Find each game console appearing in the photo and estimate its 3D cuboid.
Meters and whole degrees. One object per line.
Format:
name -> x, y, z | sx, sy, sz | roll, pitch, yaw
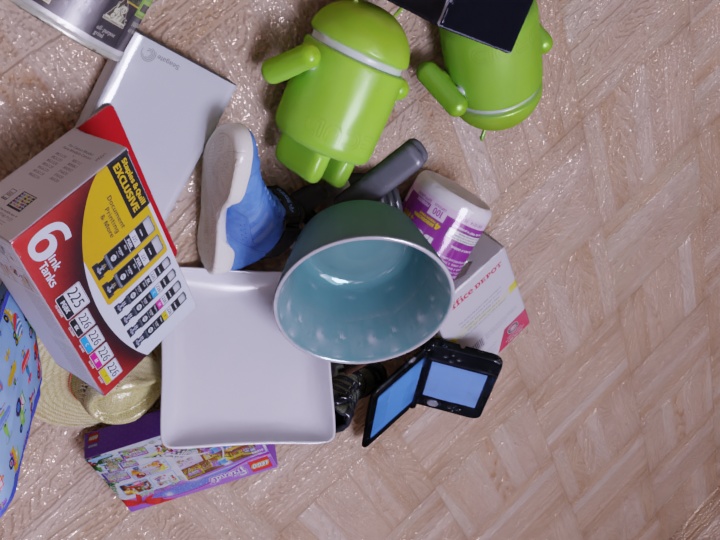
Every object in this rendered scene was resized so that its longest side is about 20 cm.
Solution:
game console -> 0.103, 0.197, 1.265 | 0.201, 0.173, 0.118 | 97, 8, -57

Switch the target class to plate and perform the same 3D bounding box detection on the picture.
plate -> -0.130, 0.099, 0.973 | 0.196, 0.204, 0.032 | 2, 161, -21

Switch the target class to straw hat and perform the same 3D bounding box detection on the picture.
straw hat -> -0.267, 0.122, 0.944 | 0.199, 0.085, 0.204 | -23, 131, -28

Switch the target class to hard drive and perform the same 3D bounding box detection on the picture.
hard drive -> -0.221, -0.124, 0.854 | 0.131, 0.027, 0.202 | 20, 104, -48

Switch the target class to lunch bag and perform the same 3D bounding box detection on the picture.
lunch bag -> -0.341, 0.111, 0.773 | 0.092, 0.201, 0.153 | -8, 125, -17

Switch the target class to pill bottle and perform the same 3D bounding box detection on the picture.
pill bottle -> 0.079, -0.020, 1.132 | 0.111, 0.112, 0.202 | 13, 112, -46

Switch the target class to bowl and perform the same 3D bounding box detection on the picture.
bowl -> 0.000, 0.000, 0.951 | 0.197, 0.106, 0.203 | -4, 137, -4

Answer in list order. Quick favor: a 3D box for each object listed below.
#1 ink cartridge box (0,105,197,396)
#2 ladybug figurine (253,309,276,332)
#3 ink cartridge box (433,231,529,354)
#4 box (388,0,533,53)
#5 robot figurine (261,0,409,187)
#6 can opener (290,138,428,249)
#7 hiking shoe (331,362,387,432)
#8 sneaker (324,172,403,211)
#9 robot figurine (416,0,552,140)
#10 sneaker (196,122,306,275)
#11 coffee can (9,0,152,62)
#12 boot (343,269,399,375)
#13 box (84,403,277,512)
ink cartridge box -> -0.237, -0.020, 0.800 | 0.176, 0.083, 0.202 | -48, 143, -29
ladybug figurine -> -0.122, 0.102, 1.071 | 0.199, 0.072, 0.137 | -39, 137, -13
ink cartridge box -> 0.160, 0.049, 1.277 | 0.145, 0.083, 0.201 | -40, 139, -11
box -> 0.091, -0.350, 0.839 | 0.116, 0.200, 0.199 | 5, 116, -42
robot figurine -> -0.019, -0.195, 0.917 | 0.174, 0.115, 0.203 | 4, 116, -49
can opener -> -0.017, -0.094, 0.978 | 0.199, 0.067, 0.053 | -36, -174, 23
hiking shoe -> -0.032, 0.185, 1.190 | 0.198, 0.100, 0.077 | -15, 129, -34
sneaker -> 0.006, -0.034, 1.088 | 0.098, 0.071, 0.203 | -13, 123, -29
robot figurine -> 0.157, -0.255, 1.020 | 0.175, 0.115, 0.202 | -39, 138, -20
sneaker -> -0.110, -0.082, 0.927 | 0.110, 0.077, 0.202 | -15, 142, -29
coffee can -> -0.201, -0.290, 0.663 | 0.146, 0.146, 0.202 | 25, 101, -48
boot -> 0.022, 0.050, 1.084 | 0.074, 0.098, 0.200 | -24, 164, -51
box -> -0.212, 0.217, 1.034 | 0.197, 0.039, 0.138 | -17, 137, 0
